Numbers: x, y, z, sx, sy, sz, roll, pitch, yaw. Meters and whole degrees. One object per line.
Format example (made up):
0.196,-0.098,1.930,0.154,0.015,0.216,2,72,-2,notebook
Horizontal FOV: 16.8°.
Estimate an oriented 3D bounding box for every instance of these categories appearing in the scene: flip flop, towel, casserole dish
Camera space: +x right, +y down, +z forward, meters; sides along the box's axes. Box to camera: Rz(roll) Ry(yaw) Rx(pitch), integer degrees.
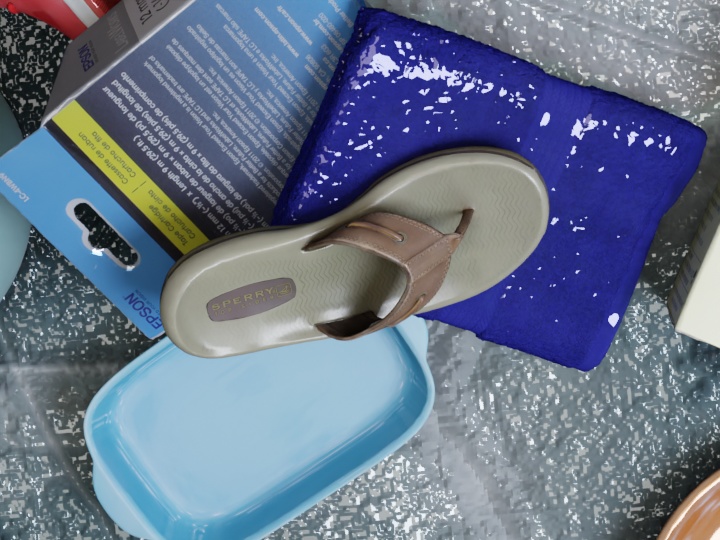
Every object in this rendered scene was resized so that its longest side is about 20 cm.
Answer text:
0.000,0.000,1.189,0.200,0.058,0.081,-16,116,-6,flip flop
0.061,-0.042,1.246,0.200,0.050,0.148,18,107,-21,towel
-0.054,0.069,1.302,0.200,0.039,0.121,-34,102,8,casserole dish

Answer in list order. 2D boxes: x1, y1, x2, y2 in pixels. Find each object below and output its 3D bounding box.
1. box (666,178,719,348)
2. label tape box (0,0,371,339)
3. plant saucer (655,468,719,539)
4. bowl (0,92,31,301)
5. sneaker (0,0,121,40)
0.276,-0.031,1.242,0.176,0.097,0.200,23,99,1,box
-0.077,-0.079,1.251,0.200,0.066,0.143,-37,122,9,label tape box
0.242,0.187,1.255,0.200,0.037,0.201,-4,75,14,plant saucer
-0.280,-0.037,1.279,0.200,0.105,0.201,0,96,4,bowl
-0.206,-0.165,1.287,0.115,0.078,0.200,-39,93,25,sneaker
